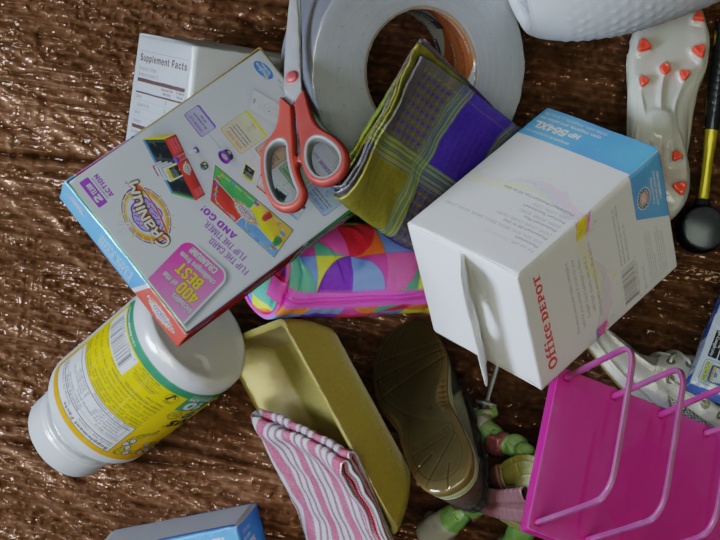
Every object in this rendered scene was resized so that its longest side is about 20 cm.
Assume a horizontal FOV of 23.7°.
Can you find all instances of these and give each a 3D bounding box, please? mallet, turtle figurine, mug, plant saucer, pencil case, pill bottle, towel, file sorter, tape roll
[{"bbox_3d":[0.298,-0.112,1.454,0.041,0.066,0.201,7,97,4],"label":"mallet"},{"bbox_3d":[0.150,0.182,1.505,0.144,0.200,0.194,24,125,-23],"label":"turtle figurine"},{"bbox_3d":[0.195,-0.281,1.407,0.175,0.148,0.200,-21,53,-3],"label":"mug"},{"bbox_3d":[-0.030,0.129,1.483,0.048,0.200,0.200,-29,92,-21],"label":"plant saucer"},{"bbox_3d":[0.000,0.000,1.450,0.200,0.088,0.089,0,98,-31],"label":"pencil case"},{"bbox_3d":[-0.202,0.100,1.502,0.200,0.113,0.113,-38,91,33],"label":"pill bottle"},{"bbox_3d":[-0.030,0.200,1.465,0.030,0.200,0.147,-28,108,-21],"label":"towel"},{"bbox_3d":[0.253,0.161,1.355,0.200,0.125,0.139,22,66,-17],"label":"file sorter"},{"bbox_3d":[0.036,-0.168,1.434,0.200,0.066,0.201,-5,101,-25],"label":"tape roll"},{"bbox_3d":[0.064,-0.084,1.386,0.023,0.200,0.144,25,84,41],"label":"towel"}]

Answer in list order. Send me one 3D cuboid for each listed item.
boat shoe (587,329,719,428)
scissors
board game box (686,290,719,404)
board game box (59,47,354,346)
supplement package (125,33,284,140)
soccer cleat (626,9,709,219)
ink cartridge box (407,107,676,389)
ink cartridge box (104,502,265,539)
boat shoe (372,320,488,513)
[{"bbox_3d":[0.274,0.099,1.483,0.200,0.071,0.069,41,100,-8],"label":"boat shoe"},{"bbox_3d":[-0.059,-0.138,1.348,0.073,0.014,0.200,-24,63,17],"label":"scissors"},{"bbox_3d":[0.399,0.044,1.440,0.199,0.043,0.200,22,80,5],"label":"board game box"},{"bbox_3d":[-0.110,-0.060,1.346,0.200,0.040,0.153,-37,86,-23],"label":"board game box"},{"bbox_3d":[-0.129,-0.094,1.468,0.117,0.117,0.201,4,99,-32],"label":"supplement package"},{"bbox_3d":[0.255,-0.137,1.460,0.069,0.078,0.201,7,78,1],"label":"soccer cleat"},{"bbox_3d":[0.141,-0.014,1.390,0.200,0.125,0.129,-38,134,-25],"label":"ink cartridge box"},{"bbox_3d":[-0.146,0.328,1.557,0.144,0.084,0.201,-13,95,9],"label":"ink cartridge box"},{"bbox_3d":[0.061,0.128,1.473,0.073,0.200,0.065,-25,132,11],"label":"boat shoe"}]
